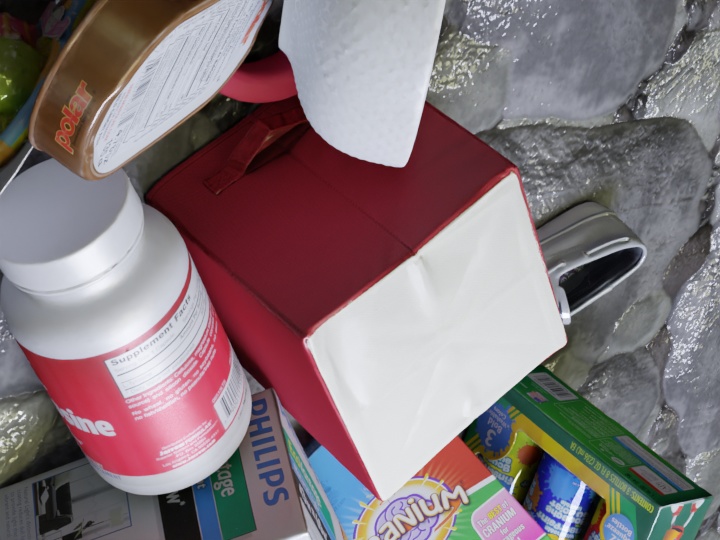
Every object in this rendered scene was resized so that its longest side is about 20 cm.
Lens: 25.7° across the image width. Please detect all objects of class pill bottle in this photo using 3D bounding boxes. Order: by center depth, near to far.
[{"bbox_3d":[-0.144,0.033,0.938,0.112,0.112,0.201,-36,136,-17],"label":"pill bottle"}]

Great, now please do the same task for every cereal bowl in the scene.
[{"bbox_3d":[0.003,-0.160,0.865,0.083,0.201,0.202,9,119,-2],"label":"cereal bowl"}]

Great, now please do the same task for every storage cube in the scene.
[{"bbox_3d":[0.000,0.000,1.006,0.171,0.180,0.201,-38,138,-15],"label":"storage cube"}]

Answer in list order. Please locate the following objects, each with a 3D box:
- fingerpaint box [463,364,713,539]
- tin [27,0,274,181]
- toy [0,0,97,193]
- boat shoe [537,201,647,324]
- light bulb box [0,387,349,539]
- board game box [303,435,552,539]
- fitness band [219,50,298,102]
[{"bbox_3d":[0.163,0.200,1.280,0.073,0.200,0.168,-2,120,-42],"label":"fingerpaint box"},{"bbox_3d":[-0.099,-0.114,0.811,0.112,0.042,0.200,-53,177,35],"label":"tin"},{"bbox_3d":[-0.179,-0.113,0.825,0.047,0.115,0.200,39,91,-28],"label":"toy"},{"bbox_3d":[0.139,0.021,1.229,0.199,0.068,0.072,-28,134,-25],"label":"boat shoe"},{"bbox_3d":[-0.110,0.211,1.052,0.198,0.125,0.199,-20,135,2],"label":"light bulb box"},{"bbox_3d":[0.036,0.197,1.196,0.153,0.040,0.200,-44,99,-8],"label":"board game box"},{"bbox_3d":[-0.041,-0.196,0.941,0.143,0.037,0.201,11,111,-49],"label":"fitness band"}]
